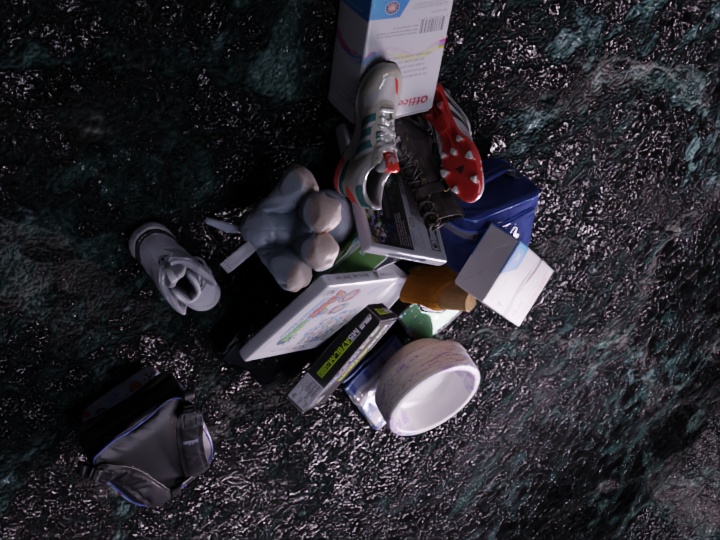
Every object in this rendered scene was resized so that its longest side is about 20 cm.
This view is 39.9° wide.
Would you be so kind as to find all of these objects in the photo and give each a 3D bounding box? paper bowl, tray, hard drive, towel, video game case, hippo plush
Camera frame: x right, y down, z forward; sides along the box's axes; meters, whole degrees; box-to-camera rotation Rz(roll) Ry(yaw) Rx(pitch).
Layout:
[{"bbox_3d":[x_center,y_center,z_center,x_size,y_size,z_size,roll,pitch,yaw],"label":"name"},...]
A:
[{"bbox_3d":[0.116,0.208,1.860,0.198,0.105,0.202,-23,145,-17],"label":"paper bowl"},{"bbox_3d":[0.000,0.068,1.741,0.201,0.022,0.107,-49,143,4],"label":"tray"},{"bbox_3d":[0.152,0.042,1.848,0.200,0.038,0.140,-44,142,-4],"label":"hard drive"},{"bbox_3d":[0.049,0.221,1.924,0.146,0.024,0.201,-41,142,-7],"label":"towel"},{"bbox_3d":[0.047,-0.112,1.498,0.023,0.203,0.180,-27,156,37],"label":"video game case"},{"bbox_3d":[-0.060,0.065,1.477,0.200,0.024,0.181,-42,160,30],"label":"video game case"},{"bbox_3d":[-0.082,-0.044,1.428,0.198,0.162,0.160,-30,163,23],"label":"hippo plush"}]

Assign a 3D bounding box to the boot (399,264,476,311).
[{"bbox_3d":[0.165,0.004,1.745,0.201,0.142,0.072,-41,131,-43],"label":"boot"}]

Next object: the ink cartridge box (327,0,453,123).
[{"bbox_3d":[0.041,-0.318,1.380,0.143,0.085,0.203,-16,132,-31],"label":"ink cartridge box"}]

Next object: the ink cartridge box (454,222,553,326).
[{"bbox_3d":[0.250,0.015,1.658,0.117,0.068,0.199,-57,145,2],"label":"ink cartridge box"}]

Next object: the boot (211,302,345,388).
[{"bbox_3d":[-0.128,0.095,1.600,0.199,0.077,0.168,-40,146,2],"label":"boot"}]

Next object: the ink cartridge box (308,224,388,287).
[{"bbox_3d":[0.003,-0.036,1.506,0.104,0.059,0.201,-39,-167,39],"label":"ink cartridge box"}]

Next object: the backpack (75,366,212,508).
[{"bbox_3d":[-0.321,0.260,1.510,0.198,0.154,0.192,-30,132,-9],"label":"backpack"}]

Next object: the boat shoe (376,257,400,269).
[{"bbox_3d":[0.000,0.000,1.631,0.199,0.074,0.063,-35,104,-19],"label":"boat shoe"}]

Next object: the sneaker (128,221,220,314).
[{"bbox_3d":[-0.243,0.022,1.396,0.075,0.115,0.200,-41,142,-4],"label":"sneaker"}]

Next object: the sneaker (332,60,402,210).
[{"bbox_3d":[0.030,-0.177,1.345,0.069,0.093,0.203,0,117,-41],"label":"sneaker"}]

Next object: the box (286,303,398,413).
[{"bbox_3d":[-0.027,0.142,1.660,0.201,0.047,0.193,-49,170,5],"label":"box"}]

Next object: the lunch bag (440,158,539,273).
[{"bbox_3d":[0.212,-0.104,1.691,0.198,0.136,0.134,-25,139,-28],"label":"lunch bag"}]

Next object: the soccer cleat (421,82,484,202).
[{"bbox_3d":[0.146,-0.198,1.512,0.068,0.203,0.085,-32,165,30],"label":"soccer cleat"}]

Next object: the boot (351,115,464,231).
[{"bbox_3d":[0.082,-0.144,1.482,0.069,0.177,0.199,-28,169,35],"label":"boot"}]
